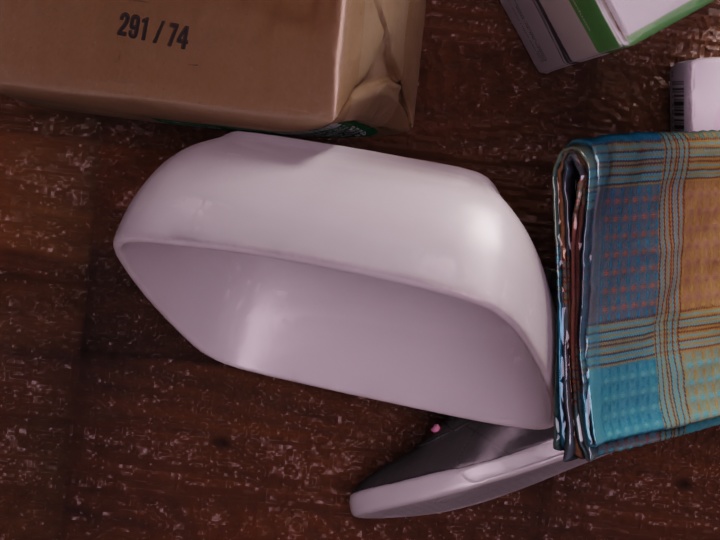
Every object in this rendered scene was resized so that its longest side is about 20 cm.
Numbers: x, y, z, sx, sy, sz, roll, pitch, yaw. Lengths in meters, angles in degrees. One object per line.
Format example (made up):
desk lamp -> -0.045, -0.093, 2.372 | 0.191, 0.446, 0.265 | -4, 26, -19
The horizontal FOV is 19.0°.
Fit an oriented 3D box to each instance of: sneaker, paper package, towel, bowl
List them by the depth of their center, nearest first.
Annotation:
bowl -> 0.000, 0.000, 1.006 | 0.199, 0.200, 0.075 | 10, 73, 16
paper package -> -0.074, -0.163, 1.008 | 0.200, 0.103, 0.191 | 7, 95, 21
towel -> 0.158, 0.006, 1.027 | 0.200, 0.022, 0.147 | -7, 98, -48
sneaker -> 0.078, 0.058, 1.108 | 0.200, 0.071, 0.099 | -22, 78, 6

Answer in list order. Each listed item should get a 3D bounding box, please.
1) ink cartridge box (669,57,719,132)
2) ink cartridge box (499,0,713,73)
ink cartridge box -> 0.264, -0.033, 1.132 | 0.200, 0.057, 0.163 | -2, 94, -3
ink cartridge box -> 0.146, -0.167, 1.029 | 0.146, 0.200, 0.084 | -30, 95, -5
